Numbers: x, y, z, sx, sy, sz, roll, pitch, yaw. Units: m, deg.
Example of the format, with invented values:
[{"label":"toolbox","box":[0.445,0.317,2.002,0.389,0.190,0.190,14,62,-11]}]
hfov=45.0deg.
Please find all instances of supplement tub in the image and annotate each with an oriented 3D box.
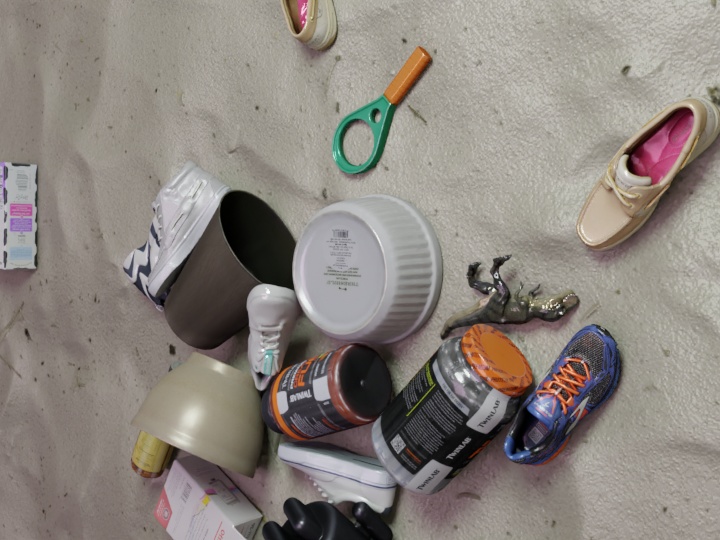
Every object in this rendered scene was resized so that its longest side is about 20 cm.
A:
[{"label":"supplement tub","box":[-0.055,0.173,1.193,0.198,0.106,0.109,-25,77,45]},{"label":"supplement tub","box":[0.112,0.169,1.065,0.123,0.121,0.201,51,120,23]}]

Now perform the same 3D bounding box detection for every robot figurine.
[{"label":"robot figurine","box":[-0.041,0.390,1.153,0.149,0.126,0.200,-28,119,29]}]

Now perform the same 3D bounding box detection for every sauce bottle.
[{"label":"sauce bottle","box":[-0.323,0.245,1.437,0.066,0.065,0.203,34,109,30]}]

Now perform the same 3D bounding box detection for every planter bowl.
[{"label":"planter bowl","box":[-0.224,0.205,1.295,0.197,0.200,0.137,14,74,35]}]

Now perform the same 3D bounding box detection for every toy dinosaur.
[{"label":"toy dinosaur","box":[0.165,0.030,1.068,0.197,0.047,0.090,-14,91,40]}]

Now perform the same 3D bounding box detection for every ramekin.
[{"label":"ramekin","box":[0.000,0.000,1.152,0.197,0.104,0.205,2,94,37]}]

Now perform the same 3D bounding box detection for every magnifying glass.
[{"label":"magnifying glass","box":[0.027,-0.214,1.171,0.201,0.022,0.080,-50,64,27]}]

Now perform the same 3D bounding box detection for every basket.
[{"label":"basket","box":[-0.196,0.017,1.288,0.200,0.135,0.182,-46,62,33]}]

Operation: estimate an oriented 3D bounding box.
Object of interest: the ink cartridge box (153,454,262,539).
[{"label":"ink cartridge box","box":[-0.231,0.399,1.371,0.199,0.067,0.118,38,114,31]}]

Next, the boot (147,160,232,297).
[{"label":"boot","box":[-0.281,-0.065,1.317,0.095,0.074,0.201,37,92,4]}]

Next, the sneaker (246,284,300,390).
[{"label":"sneaker","box":[-0.125,0.098,1.206,0.201,0.073,0.090,103,171,-56]}]

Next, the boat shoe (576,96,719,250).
[{"label":"boat shoe","box":[0.296,-0.104,0.934,0.074,0.069,0.201,48,118,25]}]

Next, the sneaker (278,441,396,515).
[{"label":"sneaker","box":[-0.038,0.289,1.215,0.197,0.072,0.072,9,94,36]}]

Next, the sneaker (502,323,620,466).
[{"label":"sneaker","box":[0.230,0.152,1.001,0.075,0.078,0.203,37,113,28]}]

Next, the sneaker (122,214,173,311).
[{"label":"sneaker","box":[-0.292,-0.015,1.392,0.199,0.079,0.130,-44,75,23]}]

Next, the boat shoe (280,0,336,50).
[{"label":"boat shoe","box":[-0.087,-0.412,1.217,0.073,0.069,0.204,-22,79,35]}]

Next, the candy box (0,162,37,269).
[{"label":"candy box","box":[-0.709,-0.107,1.702,0.165,0.071,0.205,4,94,37]}]
